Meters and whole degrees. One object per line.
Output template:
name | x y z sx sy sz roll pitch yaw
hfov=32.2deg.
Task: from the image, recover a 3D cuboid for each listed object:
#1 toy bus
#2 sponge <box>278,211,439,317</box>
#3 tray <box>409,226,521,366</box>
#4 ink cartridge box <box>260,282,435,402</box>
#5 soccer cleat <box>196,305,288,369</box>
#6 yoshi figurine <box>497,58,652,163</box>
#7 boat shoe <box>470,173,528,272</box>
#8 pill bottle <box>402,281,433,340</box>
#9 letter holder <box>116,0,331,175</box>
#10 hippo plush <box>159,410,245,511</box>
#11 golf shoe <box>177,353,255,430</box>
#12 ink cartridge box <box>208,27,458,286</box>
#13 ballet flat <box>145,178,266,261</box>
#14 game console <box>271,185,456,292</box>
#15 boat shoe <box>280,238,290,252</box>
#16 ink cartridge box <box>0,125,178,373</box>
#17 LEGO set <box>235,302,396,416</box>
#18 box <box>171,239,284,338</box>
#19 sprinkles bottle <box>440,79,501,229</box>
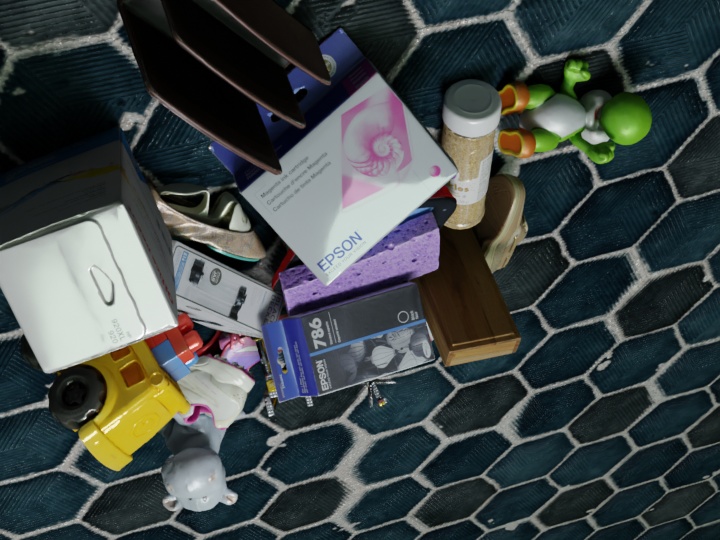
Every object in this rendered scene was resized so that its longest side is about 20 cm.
toy bus | -0.288 0.105 1.498 0.191 0.201 0.136 -36 152 -4
sponge | 0.000 0.000 1.491 0.198 0.030 0.112 -21 157 -5
tray | 0.121 0.022 1.586 0.097 0.201 0.037 -9 144 -17
ink cartridge box | -0.014 0.087 1.498 0.198 0.101 0.039 -17 -174 -17
soccer cleat | -0.143 0.083 1.648 0.199 0.067 0.076 -38 138 26
yoshi figurine | 0.265 -0.183 1.477 0.198 0.113 0.113 -6 136 -27
boat shoe | 0.183 -0.063 1.631 0.064 0.072 0.201 -15 153 -21
pill bottle | 0.044 0.055 1.667 0.198 0.112 0.112 -23 146 2
letter holder | -0.120 -0.199 1.206 0.100 0.143 0.199 -36 143 20
hippo plush | -0.243 0.241 1.686 0.157 0.163 0.200 1 159 -1
golf shoe | -0.235 0.138 1.575 0.198 0.093 0.075 16 171 17
ink cartridge box | -0.029 -0.118 1.338 0.196 0.043 0.200 -41 110 8
ballet flat | -0.177 -0.061 1.435 0.199 0.068 0.068 14 111 -42
game console | 0.006 -0.035 1.486 0.198 0.031 0.177 -6 146 -33
boat shoe | -0.068 -0.064 1.481 0.073 0.070 0.201 -17 150 -18
ink cartridge box | -0.279 -0.024 1.265 0.143 0.200 0.149 -21 118 0
LEGO set | -0.058 0.100 1.554 0.197 0.156 0.116 -5 -174 -1
box | -0.196 0.021 1.483 0.116 0.061 0.199 7 166 38
sprinkles bottle | 0.126 -0.136 1.494 0.067 0.069 0.201 -14 145 -11
